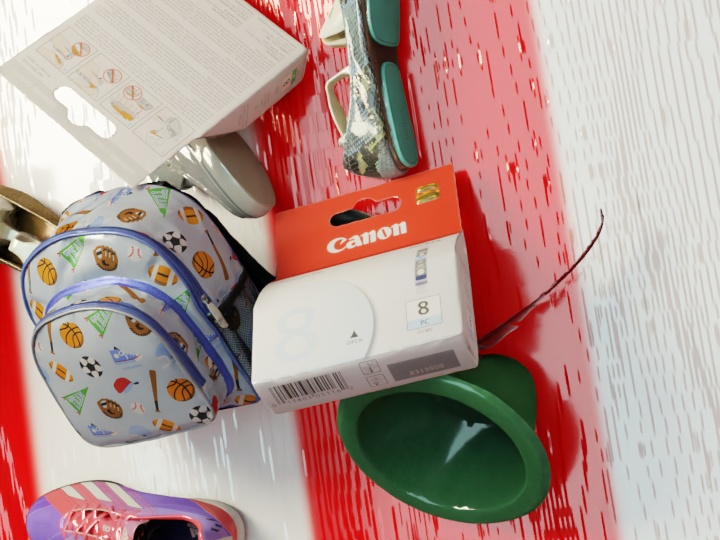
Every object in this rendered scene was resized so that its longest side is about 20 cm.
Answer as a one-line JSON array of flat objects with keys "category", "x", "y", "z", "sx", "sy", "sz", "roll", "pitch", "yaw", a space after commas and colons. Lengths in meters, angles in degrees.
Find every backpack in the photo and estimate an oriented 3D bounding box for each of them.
[{"category": "backpack", "x": -0.172, "y": 0.034, "z": 1.070, "sx": 0.199, "sy": 0.154, "sz": 0.191, "roll": -18, "pitch": 110, "yaw": 25}]

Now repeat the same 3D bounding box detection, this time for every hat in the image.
[{"category": "hat", "x": 0.102, "y": 0.080, "z": 1.081, "sx": 0.199, "sy": 0.177, "sz": 0.166, "roll": -5, "pitch": 129, "yaw": 34}]

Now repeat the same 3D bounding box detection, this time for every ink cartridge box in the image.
[{"category": "ink cartridge box", "x": 0.000, "y": 0.000, "z": 1.032, "sx": 0.159, "sy": 0.047, "sz": 0.201, "roll": -15, "pitch": 49, "yaw": 14}, {"category": "ink cartridge box", "x": -0.167, "y": -0.160, "z": 1.116, "sx": 0.161, "sy": 0.050, "sz": 0.200, "roll": 39, "pitch": 63, "yaw": 15}]

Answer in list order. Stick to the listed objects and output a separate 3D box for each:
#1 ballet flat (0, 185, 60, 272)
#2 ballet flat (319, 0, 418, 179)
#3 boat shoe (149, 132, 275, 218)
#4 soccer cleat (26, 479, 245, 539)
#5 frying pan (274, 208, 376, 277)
[{"category": "ballet flat", "x": -0.291, "y": -0.025, "z": 1.186, "sx": 0.199, "sy": 0.072, "sz": 0.068, "roll": 29, "pitch": 96, "yaw": 17}, {"category": "ballet flat", "x": -0.001, "y": -0.173, "z": 1.110, "sx": 0.074, "sy": 0.074, "sz": 0.202, "roll": -7, "pitch": 83, "yaw": 17}, {"category": "boat shoe", "x": -0.151, "y": -0.104, "z": 1.157, "sx": 0.201, "sy": 0.070, "sz": 0.072, "roll": 48, "pitch": 111, "yaw": 18}, {"category": "soccer cleat", "x": -0.198, "y": 0.214, "z": 1.142, "sx": 0.198, "sy": 0.073, "sz": 0.069, "roll": 3, "pitch": 87, "yaw": 17}, {"category": "frying pan", "x": 0.006, "y": 0.038, "z": 1.111, "sx": 0.115, "sy": 0.031, "sz": 0.191, "roll": -36, "pitch": 80, "yaw": 14}]
